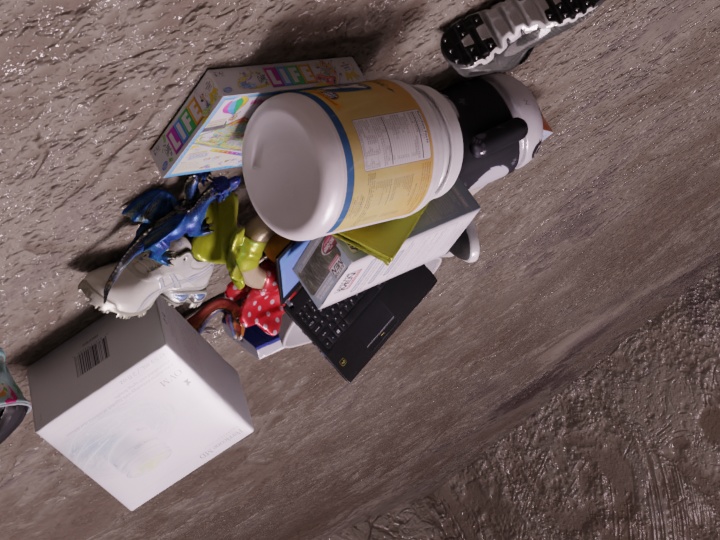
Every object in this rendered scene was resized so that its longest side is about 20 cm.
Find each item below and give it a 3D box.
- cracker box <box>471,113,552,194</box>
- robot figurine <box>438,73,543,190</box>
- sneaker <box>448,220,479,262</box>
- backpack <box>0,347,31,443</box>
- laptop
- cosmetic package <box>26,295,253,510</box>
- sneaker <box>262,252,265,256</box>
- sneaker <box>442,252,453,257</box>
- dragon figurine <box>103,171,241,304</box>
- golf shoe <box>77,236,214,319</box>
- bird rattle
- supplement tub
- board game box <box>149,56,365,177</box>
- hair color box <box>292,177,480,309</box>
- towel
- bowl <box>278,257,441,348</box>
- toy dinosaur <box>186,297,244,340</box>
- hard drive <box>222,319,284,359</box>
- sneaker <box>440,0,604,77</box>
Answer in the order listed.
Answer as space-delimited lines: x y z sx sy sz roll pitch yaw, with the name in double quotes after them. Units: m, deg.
0.140 -0.149 1.912 0.199 0.058 0.134 -37 163 22 "cracker box"
0.123 -0.155 1.743 0.199 0.151 0.126 -24 142 -20 "robot figurine"
0.064 -0.069 1.791 0.098 0.200 0.071 -15 137 -25 "sneaker"
-0.464 0.155 1.587 0.199 0.152 0.177 -32 167 30 "backpack"
0.000 0.000 1.703 0.177 0.200 0.103 -47 -162 -20 "laptop"
-0.274 0.163 1.835 0.198 0.123 0.200 -33 131 9 "cosmetic package"
-0.068 -0.070 1.752 0.083 0.077 0.200 -21 160 -39 "sneaker"
0.050 -0.043 2.067 0.111 0.074 0.200 12 159 -28 "sneaker"
-0.216 -0.050 1.583 0.199 0.059 0.100 -33 162 -3 "dragon figurine"
-0.241 -0.005 1.687 0.199 0.078 0.098 -14 140 -57 "golf shoe"
-0.099 -0.014 1.697 0.162 0.113 0.200 -35 141 2 "bird rattle"
-0.006 -0.117 1.487 0.199 0.145 0.145 -15 157 -42 "supplement tub"
-0.104 -0.159 1.511 0.199 0.034 0.134 -13 156 -45 "board game box"
0.030 -0.036 1.632 0.199 0.061 0.099 -24 160 -37 "hair color box"
0.034 -0.086 1.595 0.201 0.085 0.018 -57 169 -44 "towel"
-0.014 0.014 1.873 0.198 0.075 0.200 -18 162 -26 "bowl"
-0.241 0.106 1.947 0.182 0.105 0.200 -53 148 9 "toy dinosaur"
-0.080 0.056 2.044 0.199 0.026 0.132 -25 -157 -19 "hard drive"
0.181 -0.272 1.629 0.199 0.067 0.091 -27 166 0 "sneaker"
